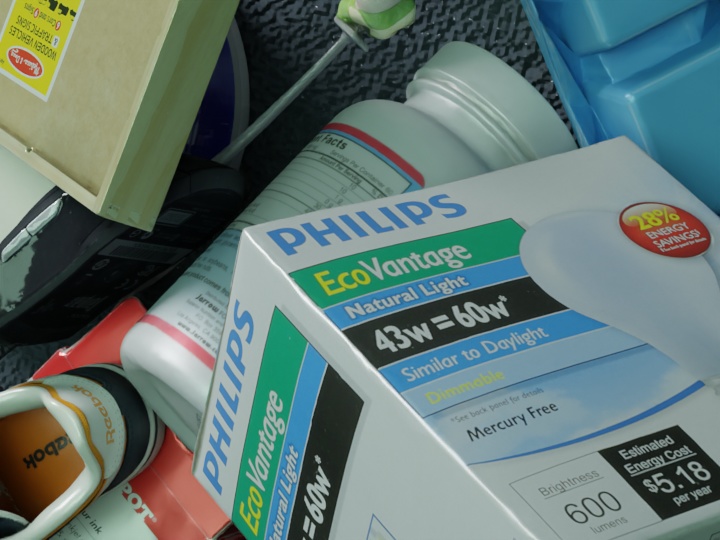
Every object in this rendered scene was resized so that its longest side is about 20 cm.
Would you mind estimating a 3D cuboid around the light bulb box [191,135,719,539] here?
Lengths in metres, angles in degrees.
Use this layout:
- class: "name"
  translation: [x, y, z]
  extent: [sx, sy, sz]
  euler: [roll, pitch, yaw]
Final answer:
- class: "light bulb box"
  translation: [0.075, 0.067, 0.939]
  extent: [0.200, 0.197, 0.125]
  euler: [45, 135, 36]

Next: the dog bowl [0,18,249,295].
- class: "dog bowl"
  translation: [-0.157, -0.080, 1.164]
  extent: [0.198, 0.079, 0.202]
  euler: [0, 90, 17]

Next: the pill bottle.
- class: "pill bottle"
  translation: [0.000, 0.000, 1.074]
  extent: [0.109, 0.109, 0.200]
  euler: [41, 75, 13]

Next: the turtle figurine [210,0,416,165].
- class: "turtle figurine"
  translation: [-0.006, -0.177, 1.085]
  extent: [0.144, 0.193, 0.201]
  euler: [53, 144, 32]

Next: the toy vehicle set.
- class: "toy vehicle set"
  translation: [-0.120, -0.109, 1.038]
  extent: [0.200, 0.026, 0.125]
  euler: [34, 104, 51]

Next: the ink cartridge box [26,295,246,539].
- class: "ink cartridge box"
  translation: [-0.131, 0.116, 1.163]
  extent: [0.200, 0.067, 0.116]
  euler: [-42, 80, 13]

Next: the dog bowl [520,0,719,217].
- class: "dog bowl"
  translation: [0.127, -0.099, 1.054]
  extent: [0.111, 0.050, 0.201]
  euler: [-27, 106, -9]

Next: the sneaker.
- class: "sneaker"
  translation: [-0.181, 0.107, 1.104]
  extent: [0.200, 0.079, 0.079]
  euler: [-38, 81, 15]

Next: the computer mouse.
- class: "computer mouse"
  translation: [-0.151, -0.001, 1.052]
  extent: [0.200, 0.140, 0.046]
  euler: [-37, 71, 25]
